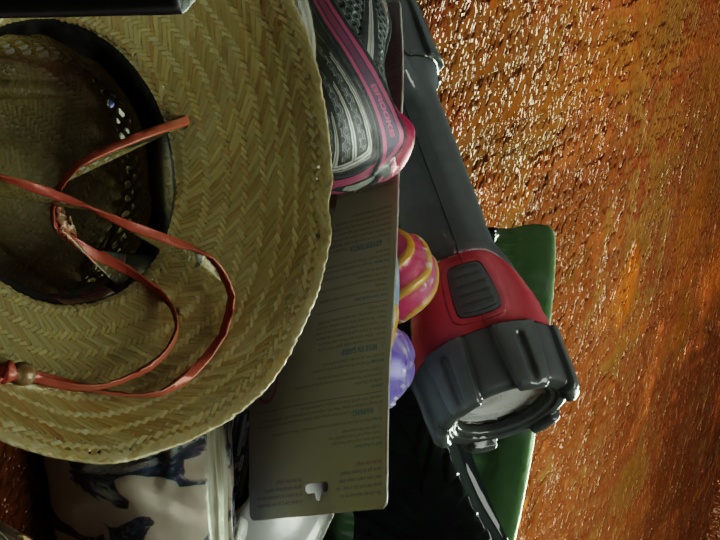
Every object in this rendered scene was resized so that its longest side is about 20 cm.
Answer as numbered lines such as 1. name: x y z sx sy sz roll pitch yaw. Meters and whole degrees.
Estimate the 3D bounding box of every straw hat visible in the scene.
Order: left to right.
1. straw hat: -0.110 -0.034 0.884 0.085 0.201 0.201 -7 -115 62

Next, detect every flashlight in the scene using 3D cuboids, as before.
1. flashlight: 0.031 -0.023 1.122 0.068 0.068 0.200 12 49 -47

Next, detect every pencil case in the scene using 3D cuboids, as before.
1. pencil case: -0.084 0.054 1.046 0.078 0.089 0.200 -57 153 -51

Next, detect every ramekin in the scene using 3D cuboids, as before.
1. ramekin: 0.038 0.067 1.380 0.200 0.098 0.200 -171 -90 -89

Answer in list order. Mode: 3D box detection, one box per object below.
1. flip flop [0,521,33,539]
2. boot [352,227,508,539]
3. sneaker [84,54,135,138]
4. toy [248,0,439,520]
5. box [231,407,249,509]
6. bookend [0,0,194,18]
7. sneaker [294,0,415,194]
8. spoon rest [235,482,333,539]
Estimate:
1. flip flop: -0.139 0.122 0.947 0.200 0.081 0.058 67 19 -65
2. boot: 0.034 0.065 1.221 0.168 0.076 0.200 -77 156 -50
3. sneaker: -0.086 -0.132 0.926 0.088 0.075 0.200 -51 149 -57
4. toy: 0.000 0.000 1.068 0.115 0.047 0.200 -15 -106 61
5. box: -0.041 0.001 1.224 0.161 0.049 0.200 -26 127 -68
6. bookend: -0.055 -0.156 0.720 0.092 0.199 0.200 -56 142 -53
7. sneaker: -0.030 -0.120 1.024 0.081 0.075 0.200 141 -53 -57
8. spoon rest: -0.067 0.152 1.166 0.099 0.061 0.200 101 14 -71
